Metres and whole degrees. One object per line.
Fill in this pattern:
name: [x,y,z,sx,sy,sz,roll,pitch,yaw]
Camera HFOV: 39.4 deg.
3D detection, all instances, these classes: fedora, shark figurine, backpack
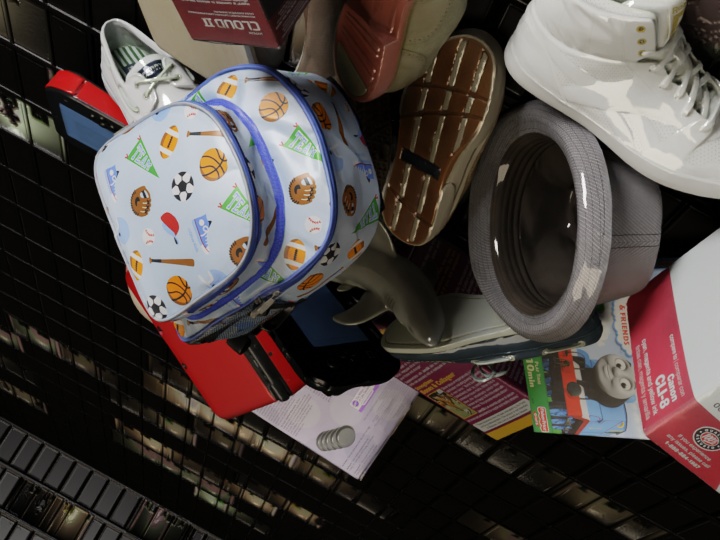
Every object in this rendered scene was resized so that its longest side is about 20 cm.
fedora: [0.161,-0.037,0.763,0.089,0.181,0.200,0,-175,-17]
shark figurine: [-0.011,-0.011,0.890,0.211,0.129,0.091,11,130,21]
backpack: [-0.086,-0.057,0.733,0.189,0.154,0.203,-28,86,23]

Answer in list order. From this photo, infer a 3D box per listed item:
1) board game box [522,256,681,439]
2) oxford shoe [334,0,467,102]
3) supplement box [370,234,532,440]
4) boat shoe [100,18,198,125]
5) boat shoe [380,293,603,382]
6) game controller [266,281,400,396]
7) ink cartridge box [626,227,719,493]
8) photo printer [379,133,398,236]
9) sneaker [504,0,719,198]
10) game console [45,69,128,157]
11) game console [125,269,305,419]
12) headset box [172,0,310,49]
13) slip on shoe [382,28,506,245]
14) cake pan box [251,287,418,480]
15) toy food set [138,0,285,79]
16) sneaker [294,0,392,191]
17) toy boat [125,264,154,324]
board game box: [0.232,0.068,0.860,0.197,0.036,0.154,-3,103,36]
oxford shoe: [0.042,-0.203,0.668,0.071,0.073,0.201,56,144,22]
supplement box: [0.103,0.067,1.010,0.198,0.104,0.131,32,153,-8]
boat shoe: [-0.182,-0.156,0.883,0.199,0.073,0.067,39,152,36]
boat shoe: [0.111,0.053,0.874,0.197,0.076,0.062,-17,125,26]
game controller: [-0.045,0.041,0.945,0.200,0.103,0.043,50,140,40]
ink cartridge box: [0.303,0.045,0.667,0.144,0.146,0.200,36,124,-16]
photo printer: [-0.041,-0.083,0.928,0.164,0.070,0.201,24,152,7]
sneaker: [0.192,-0.125,0.634,0.198,0.074,0.116,29,156,3]
game console: [-0.238,-0.127,1.037,0.175,0.031,0.200,33,167,-7]
game console: [-0.126,0.037,1.083,0.202,0.171,0.118,57,163,-11]
headset box: [-0.069,-0.244,0.598,0.074,0.150,0.201,12,148,28]
slip on shoe: [0.071,-0.108,0.798,0.075,0.060,0.202,33,136,19]
cake pan box: [-0.025,0.108,1.130,0.182,0.052,0.202,30,110,-5]
toy food set: [-0.117,-0.221,0.784,0.143,0.060,0.201,35,157,29]
sneaker: [-0.020,-0.125,0.800,0.075,0.070,0.203,27,125,33]
toy boat: [-0.179,0.007,1.177,0.198,0.132,0.131,29,-167,-28]
